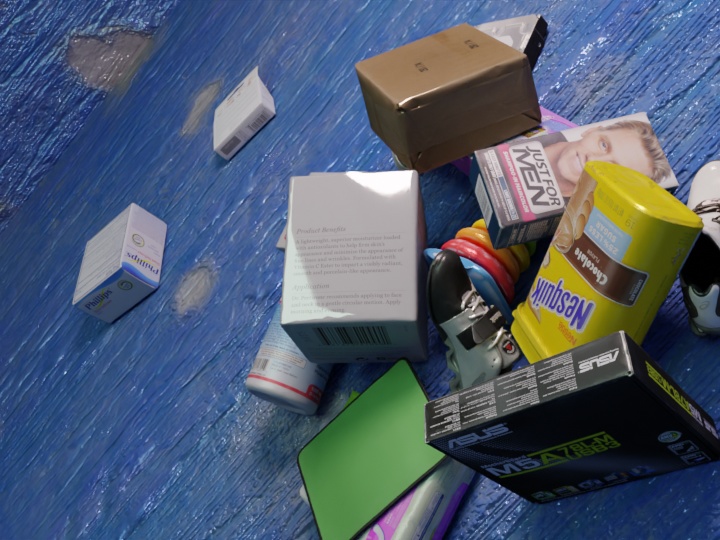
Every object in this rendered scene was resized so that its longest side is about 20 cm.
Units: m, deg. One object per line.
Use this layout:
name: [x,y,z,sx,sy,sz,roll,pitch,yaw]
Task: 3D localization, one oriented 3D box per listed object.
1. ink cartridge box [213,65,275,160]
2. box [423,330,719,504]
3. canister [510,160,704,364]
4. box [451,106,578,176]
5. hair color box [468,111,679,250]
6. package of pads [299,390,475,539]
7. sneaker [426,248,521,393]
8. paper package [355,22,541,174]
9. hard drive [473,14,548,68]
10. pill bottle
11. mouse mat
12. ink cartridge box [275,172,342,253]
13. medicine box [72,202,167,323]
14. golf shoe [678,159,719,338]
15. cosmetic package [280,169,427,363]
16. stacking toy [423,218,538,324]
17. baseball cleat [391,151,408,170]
ink cartridge box: [-0.270,-0.363,1.702,0.160,0.047,0.201,-40,34,20]
box: [0.191,0.144,0.670,0.199,0.193,0.048,-26,46,32]
canister: [0.236,0.010,0.733,0.149,0.086,0.201,-111,34,-58]
box: [0.207,-0.152,0.951,0.136,0.039,0.200,-25,34,-7]
hair color box: [0.230,-0.099,0.818,0.198,0.061,0.101,-14,68,-4]
package of pads: [0.027,0.249,0.878,0.199,0.068,0.155,18,75,53]
sneaker: [0.135,0.068,0.820,0.088,0.201,0.074,0,28,42]
paper package: [0.110,-0.234,0.988,0.189,0.104,0.200,-22,32,-7]
hard drive: [0.192,-0.293,1.135,0.139,0.038,0.201,12,71,51]
pill bottle: [-0.082,0.098,1.079,0.108,0.109,0.201,1,63,48]
mouse mat: [0.009,0.212,0.865,0.200,0.008,0.161,-43,37,12]
ink cartridge box: [-0.024,-0.073,1.166,0.199,0.084,0.146,10,71,50]
medicine box: [-0.543,-0.016,1.683,0.182,0.103,0.201,-32,43,28]
golf shoe: [0.346,-0.037,0.716,0.077,0.094,0.201,-11,55,35]
cosmetic package: [0.000,0.000,0.947,0.163,0.165,0.201,-1,67,10]
stacking toy: [0.184,-0.043,0.919,0.200,0.110,0.116,-47,37,-14]
baseball cleat: [0.088,-0.180,1.115,0.069,0.107,0.201,-4,35,-3]
